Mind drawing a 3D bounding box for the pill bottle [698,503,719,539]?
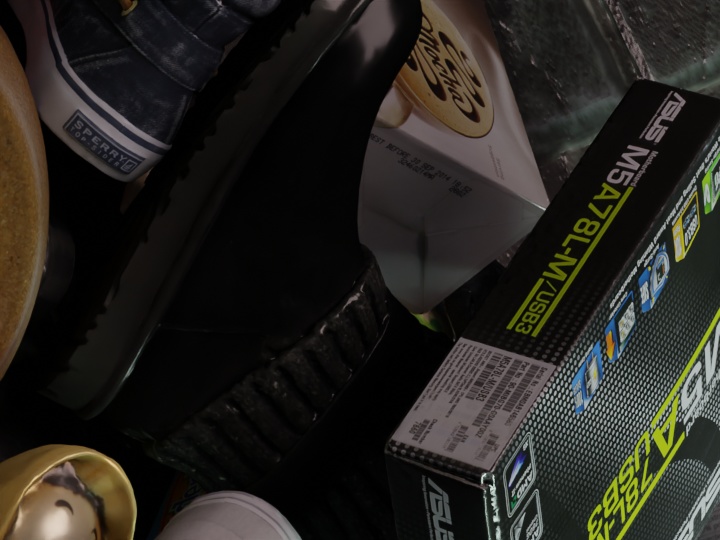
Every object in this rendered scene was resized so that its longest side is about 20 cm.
[{"bbox_3d":[0.185,0.126,1.316,0.111,0.111,0.201,15,59,-48],"label":"pill bottle"}]

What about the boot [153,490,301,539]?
[{"bbox_3d":[-0.055,0.179,0.951,0.096,0.073,0.201,-32,120,-69],"label":"boot"}]

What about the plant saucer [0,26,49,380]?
[{"bbox_3d":[-0.169,-0.011,0.918,0.200,0.035,0.201,-12,107,-42],"label":"plant saucer"}]

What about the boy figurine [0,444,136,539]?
[{"bbox_3d":[-0.121,0.143,0.950,0.124,0.064,0.201,44,44,-25],"label":"boy figurine"}]

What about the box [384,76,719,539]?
[{"bbox_3d":[0.081,0.065,1.052,0.200,0.047,0.194,-53,147,-36],"label":"box"}]

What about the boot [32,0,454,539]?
[{"bbox_3d":[-0.001,0.000,1.036,0.157,0.212,0.079,32,9,-14],"label":"boot"}]

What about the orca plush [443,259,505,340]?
[{"bbox_3d":[0.089,0.056,1.206,0.105,0.071,0.201,51,20,-54],"label":"orca plush"}]

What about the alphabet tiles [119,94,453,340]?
[{"bbox_3d":[-0.035,-0.016,1.149,0.200,0.008,0.167,43,21,-16],"label":"alphabet tiles"}]

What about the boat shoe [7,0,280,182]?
[{"bbox_3d":[-0.078,-0.109,1.067,0.071,0.091,0.200,38,13,-27],"label":"boat shoe"}]

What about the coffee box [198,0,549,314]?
[{"bbox_3d":[-0.008,-0.096,1.188,0.113,0.080,0.201,27,37,-40],"label":"coffee box"}]

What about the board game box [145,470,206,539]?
[{"bbox_3d":[-0.014,0.132,1.109,0.152,0.045,0.200,48,38,-22],"label":"board game box"}]

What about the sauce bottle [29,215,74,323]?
[{"bbox_3d":[-0.181,-0.027,0.973,0.200,0.065,0.065,26,51,-45],"label":"sauce bottle"}]
